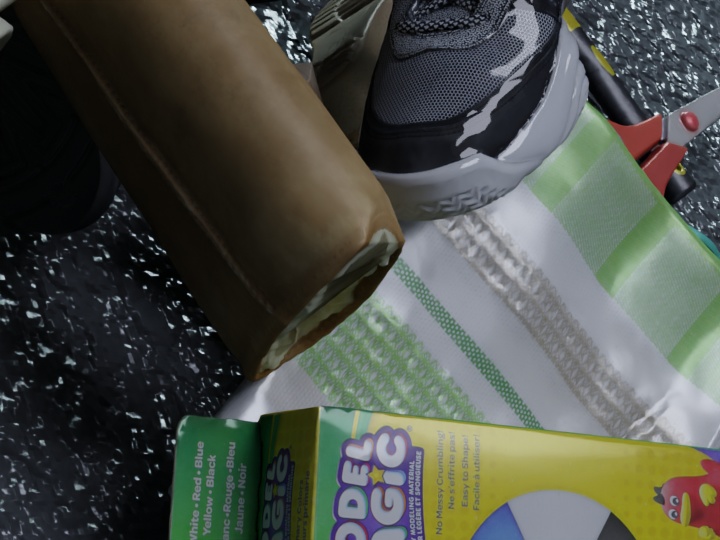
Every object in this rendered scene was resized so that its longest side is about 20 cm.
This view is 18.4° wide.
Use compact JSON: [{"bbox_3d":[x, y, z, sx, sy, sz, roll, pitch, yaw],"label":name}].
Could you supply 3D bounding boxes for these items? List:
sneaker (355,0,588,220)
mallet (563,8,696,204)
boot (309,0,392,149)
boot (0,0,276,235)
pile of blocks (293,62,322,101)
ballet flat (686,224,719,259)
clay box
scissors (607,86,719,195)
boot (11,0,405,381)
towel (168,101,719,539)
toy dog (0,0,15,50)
[{"bbox_3d":[0.033,-0.114,0.719,0.200,0.075,0.114,-64,141,-39],"label":"sneaker"},{"bbox_3d":[0.099,-0.121,1.057,0.200,0.041,0.066,51,37,-2],"label":"mallet"},{"bbox_3d":[0.048,-0.044,0.913,0.167,0.072,0.200,53,29,-16],"label":"boot"},{"bbox_3d":[-0.085,-0.099,0.810,0.165,0.066,0.200,57,30,10],"label":"boot"},{"bbox_3d":[0.000,0.000,0.786,0.200,0.082,0.062,47,30,-28],"label":"pile of blocks"},{"bbox_3d":[0.123,0.042,0.871,0.068,0.076,0.200,17,-11,24],"label":"ballet flat"},{"bbox_3d":[0.039,0.105,0.674,0.199,0.048,0.115,8,79,-28],"label":"clay box"},{"bbox_3d":[0.141,-0.069,1.030,0.073,0.014,0.200,45,48,-6],"label":"scissors"},{"bbox_3d":[-0.053,-0.084,0.628,0.066,0.175,0.200,-31,79,-20],"label":"boot"},{"bbox_3d":[0.048,0.046,0.727,0.149,0.031,0.200,47,66,-16],"label":"towel"},{"bbox_3d":[-0.192,-0.109,0.585,0.200,0.194,0.140,45,46,-6],"label":"toy dog"}]
